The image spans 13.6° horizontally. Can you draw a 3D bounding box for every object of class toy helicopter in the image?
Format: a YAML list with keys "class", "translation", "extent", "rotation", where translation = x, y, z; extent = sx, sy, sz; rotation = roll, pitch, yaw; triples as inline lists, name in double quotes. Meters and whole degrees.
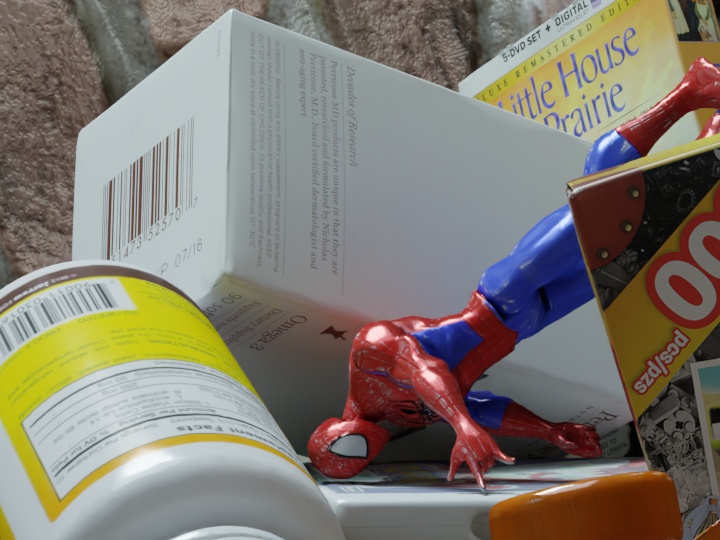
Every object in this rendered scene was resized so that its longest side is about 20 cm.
- class: "toy helicopter"
  translation: [0.107, 0.094, 0.784]
  extent: [0.199, 0.079, 0.132]
  rotation: [-7, -11, -21]

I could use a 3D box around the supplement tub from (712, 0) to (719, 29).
- class: "supplement tub"
  translation: [0.166, -0.037, 1.307]
  extent: [0.106, 0.201, 0.107]
  rotation: [-17, 2, 1]

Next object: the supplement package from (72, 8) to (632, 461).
- class: "supplement package"
  translation: [0.000, 0.000, 1.177]
  extent: [0.199, 0.118, 0.117]
  rotation: [17, -33, -31]

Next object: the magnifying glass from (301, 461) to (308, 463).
- class: "magnifying glass"
  translation: [-0.026, 0.086, 1.225]
  extent: [0.199, 0.023, 0.080]
  rotation: [16, 2, -22]

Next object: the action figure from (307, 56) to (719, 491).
- class: "action figure"
  translation: [0.074, 0.022, 1.061]
  extent: [0.200, 0.099, 0.065]
  rotation: [-37, -36, -6]

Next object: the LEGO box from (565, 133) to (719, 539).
- class: "LEGO box"
  translation: [0.176, 0.016, 0.903]
  extent: [0.199, 0.150, 0.077]
  rotation: [-18, 2, 3]

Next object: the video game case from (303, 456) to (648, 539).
- class: "video game case"
  translation: [0.068, 0.084, 1.097]
  extent: [0.181, 0.023, 0.200]
  rotation: [0, -1, -7]

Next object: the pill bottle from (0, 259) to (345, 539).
- class: "pill bottle"
  translation: [-0.071, 0.083, 0.997]
  extent: [0.109, 0.110, 0.200]
  rotation: [-18, 31, -12]

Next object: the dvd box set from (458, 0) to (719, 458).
- class: "dvd box set"
  translation: [0.112, -0.013, 1.251]
  extent: [0.029, 0.201, 0.146]
  rotation: [-2, -18, -35]
